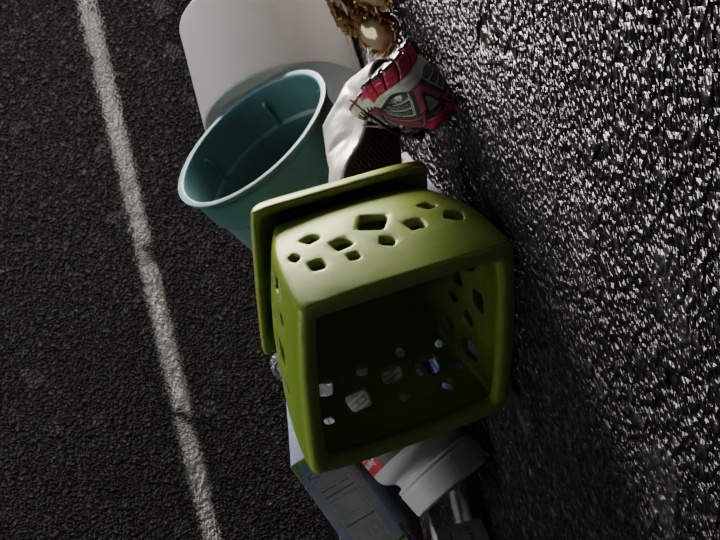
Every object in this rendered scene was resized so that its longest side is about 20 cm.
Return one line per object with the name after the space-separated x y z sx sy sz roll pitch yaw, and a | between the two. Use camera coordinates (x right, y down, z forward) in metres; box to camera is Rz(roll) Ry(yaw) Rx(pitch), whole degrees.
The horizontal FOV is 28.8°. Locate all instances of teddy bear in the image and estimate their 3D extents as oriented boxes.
-0.004 -0.301 1.428 0.200 0.066 0.146 49 161 60 | teddy bear

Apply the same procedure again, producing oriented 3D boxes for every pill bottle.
0.032 0.150 1.467 0.200 0.114 0.114 50 166 10 | pill bottle

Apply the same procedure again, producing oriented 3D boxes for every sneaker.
-0.004 -0.110 1.412 0.084 0.073 0.201 -18 52 50 | sneaker
0.039 -0.154 1.293 0.075 0.081 0.200 45 -178 -4 | sneaker

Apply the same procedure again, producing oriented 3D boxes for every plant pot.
0.008 0.028 1.244 0.182 0.199 0.200 -125 25 -44 | plant pot
-0.064 -0.080 1.552 0.196 0.200 0.201 50 -173 -30 | plant pot

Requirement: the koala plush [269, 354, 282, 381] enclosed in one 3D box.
0.017 0.161 1.766 0.200 0.183 0.178 44 -156 -65 | koala plush

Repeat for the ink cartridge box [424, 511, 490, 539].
0.122 0.360 1.553 0.117 0.067 0.201 -112 12 -54 | ink cartridge box

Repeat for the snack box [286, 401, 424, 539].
-0.004 0.241 1.575 0.201 0.067 0.169 55 -173 -19 | snack box

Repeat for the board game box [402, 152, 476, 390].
0.068 0.005 1.445 0.200 0.041 0.201 -122 21 -64 | board game box

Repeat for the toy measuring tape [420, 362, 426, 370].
0.034 0.067 1.603 0.200 0.073 0.074 53 163 21 | toy measuring tape

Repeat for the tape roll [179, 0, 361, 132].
-0.105 -0.249 1.675 0.203 0.201 0.140 96 159 -66 | tape roll
